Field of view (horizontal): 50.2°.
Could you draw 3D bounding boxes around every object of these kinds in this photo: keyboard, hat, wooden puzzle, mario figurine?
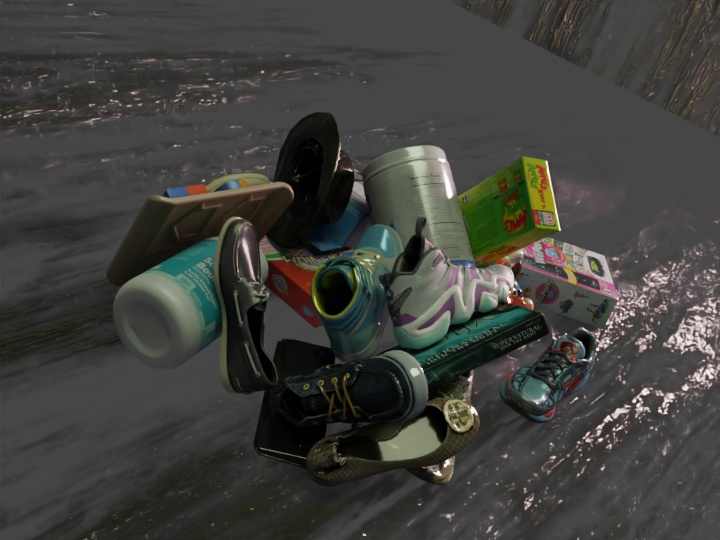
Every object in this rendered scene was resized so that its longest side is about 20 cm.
[{"bbox_3d":[-0.050,0.154,0.894,0.126,0.021,0.201,14,32,-4],"label":"keyboard"},{"bbox_3d":[-0.059,-0.121,1.097,0.080,0.201,0.201,18,26,-34],"label":"hat"},{"bbox_3d":[-0.207,-0.056,0.975,0.199,0.185,0.047,-10,65,-42],"label":"wooden puzzle"},{"bbox_3d":[0.225,0.043,1.129,0.124,0.106,0.200,49,22,-2],"label":"mario figurine"}]

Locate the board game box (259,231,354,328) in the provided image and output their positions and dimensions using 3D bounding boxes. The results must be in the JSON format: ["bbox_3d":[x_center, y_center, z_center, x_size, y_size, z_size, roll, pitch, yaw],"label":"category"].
[{"bbox_3d":[-0.077,-0.009,1.114,0.199,0.041,0.152,37,35,27],"label":"board game box"}]

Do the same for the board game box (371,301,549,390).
[{"bbox_3d":[0.109,0.093,0.926,0.198,0.028,0.135,-24,10,-10],"label":"board game box"}]

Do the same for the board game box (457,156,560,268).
[{"bbox_3d":[0.189,-0.072,1.095,0.047,0.200,0.103,3,71,-31],"label":"board game box"}]

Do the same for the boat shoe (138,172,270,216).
[{"bbox_3d":[-0.214,-0.082,1.105,0.198,0.072,0.065,-20,58,-24],"label":"boat shoe"}]

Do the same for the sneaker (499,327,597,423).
[{"bbox_3d":[0.257,0.129,1.032,0.079,0.096,0.199,34,34,25],"label":"sneaker"}]

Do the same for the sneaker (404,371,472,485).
[{"bbox_3d":[0.094,0.162,0.894,0.076,0.089,0.200,22,31,3],"label":"sneaker"}]

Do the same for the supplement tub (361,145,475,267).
[{"bbox_3d":[0.083,-0.059,1.089,0.131,0.132,0.202,-4,73,-34],"label":"supplement tub"}]

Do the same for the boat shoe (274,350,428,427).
[{"bbox_3d":[-0.015,0.131,0.790,0.090,0.200,0.072,-13,86,-30],"label":"boat shoe"}]

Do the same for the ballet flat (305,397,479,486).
[{"bbox_3d":[0.038,0.176,0.807,0.198,0.047,0.068,-12,56,-16],"label":"ballet flat"}]

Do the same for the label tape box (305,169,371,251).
[{"bbox_3d":[-0.031,-0.099,1.189,0.144,0.064,0.199,38,26,29],"label":"label tape box"}]

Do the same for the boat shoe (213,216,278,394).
[{"bbox_3d":[-0.121,0.039,0.870,0.062,0.202,0.072,-3,-4,29],"label":"boat shoe"}]

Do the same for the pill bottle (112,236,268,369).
[{"bbox_3d":[-0.192,0.027,0.923,0.110,0.112,0.200,28,32,14],"label":"pill bottle"}]

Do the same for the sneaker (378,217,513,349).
[{"bbox_3d":[0.106,-0.005,0.954,0.199,0.141,0.077,-29,12,-36],"label":"sneaker"}]

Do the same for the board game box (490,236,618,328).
[{"bbox_3d":[0.321,0.004,1.300,0.198,0.065,0.148,18,30,-3],"label":"board game box"}]

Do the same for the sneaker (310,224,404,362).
[{"bbox_3d":[0.000,0.000,0.948,0.079,0.131,0.202,1,56,21],"label":"sneaker"}]
